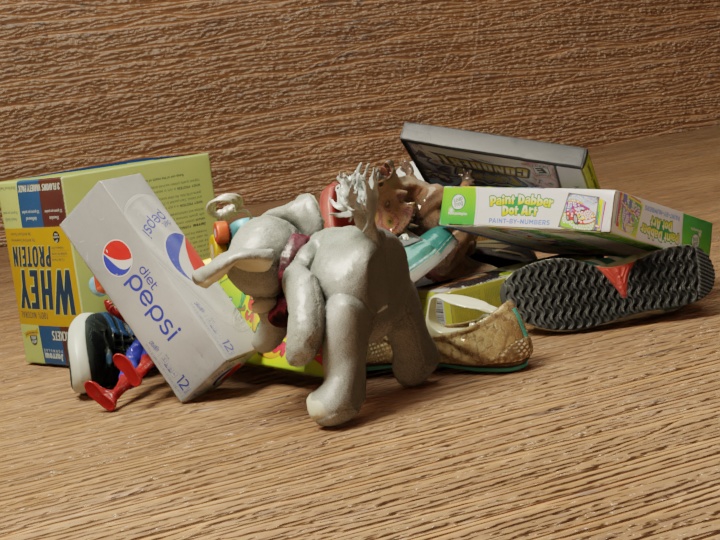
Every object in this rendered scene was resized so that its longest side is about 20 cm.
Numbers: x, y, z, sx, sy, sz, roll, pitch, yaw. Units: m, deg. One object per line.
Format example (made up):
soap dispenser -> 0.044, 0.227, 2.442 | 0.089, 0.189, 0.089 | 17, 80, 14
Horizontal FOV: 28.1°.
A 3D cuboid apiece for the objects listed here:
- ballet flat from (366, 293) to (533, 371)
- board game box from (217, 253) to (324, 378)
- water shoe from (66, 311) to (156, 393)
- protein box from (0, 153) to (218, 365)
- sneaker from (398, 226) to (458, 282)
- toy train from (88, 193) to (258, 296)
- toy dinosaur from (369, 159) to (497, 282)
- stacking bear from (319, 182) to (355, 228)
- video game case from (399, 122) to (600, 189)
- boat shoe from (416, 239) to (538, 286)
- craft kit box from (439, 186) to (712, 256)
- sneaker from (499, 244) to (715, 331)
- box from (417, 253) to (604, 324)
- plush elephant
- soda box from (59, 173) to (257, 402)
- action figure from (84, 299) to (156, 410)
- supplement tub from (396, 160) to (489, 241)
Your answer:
ballet flat -> 0.057, 0.053, 1.252 | 0.199, 0.066, 0.070 | -4, 8, 29
board game box -> -0.076, 0.040, 1.319 | 0.047, 0.102, 0.199 | 18, -9, -33
water shoe -> -0.231, 0.070, 1.410 | 0.078, 0.072, 0.200 | -4, 9, 5
protein box -> -0.269, -0.015, 1.588 | 0.198, 0.202, 0.134 | -14, 10, -43
sneaker -> 0.000, 0.000, 1.406 | 0.199, 0.080, 0.071 | -31, -2, -10
toy train -> -0.169, -0.002, 1.445 | 0.199, 0.056, 0.150 | -27, -27, 28
toy dinosaur -> 0.070, -0.037, 1.484 | 0.086, 0.200, 0.136 | -22, 22, 48
stacking bear -> -0.081, -0.001, 1.533 | 0.199, 0.115, 0.121 | -16, -28, 28
video game case -> 0.158, -0.094, 1.531 | 0.199, 0.026, 0.181 | 11, -18, 22
boat shoe -> 0.103, 0.001, 1.574 | 0.198, 0.075, 0.073 | -10, 7, -7
craft kit box -> 0.214, -0.045, 1.417 | 0.197, 0.049, 0.199 | 8, -2, 40
sneaker -> 0.233, 0.022, 1.366 | 0.198, 0.071, 0.093 | -9, -11, 7
box -> 0.151, 0.024, 1.441 | 0.199, 0.051, 0.075 | -12, 8, -32
plush elephant -> -0.046, 0.015, 1.155 | 0.154, 0.202, 0.164 | 2, 19, 33
soda box -> -0.178, 0.013, 1.281 | 0.068, 0.200, 0.063 | -42, -11, 27
action figure -> -0.209, 0.043, 1.341 | 0.065, 0.099, 0.200 | -39, 4, 24
supplement tub -> 0.121, -0.081, 1.900 | 0.199, 0.146, 0.144 | -11, 8, -28
